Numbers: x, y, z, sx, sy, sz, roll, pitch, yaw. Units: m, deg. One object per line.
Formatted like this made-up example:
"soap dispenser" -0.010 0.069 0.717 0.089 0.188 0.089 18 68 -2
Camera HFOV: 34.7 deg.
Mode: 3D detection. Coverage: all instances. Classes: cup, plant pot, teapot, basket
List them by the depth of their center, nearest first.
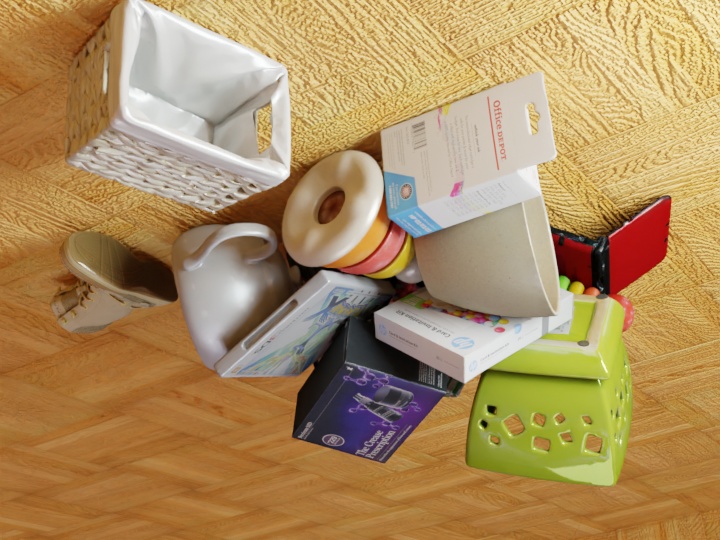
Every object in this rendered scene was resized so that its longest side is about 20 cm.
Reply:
"basket" -0.181 -0.153 1.130 0.199 0.136 0.123 19 149 -40
"cup" 0.144 -0.032 1.362 0.142 0.201 0.200 -12 154 17
"teapot" -0.146 0.022 1.447 0.145 0.199 0.200 -16 -166 1
"plant pot" 0.247 0.138 1.486 0.198 0.200 0.183 4 118 18

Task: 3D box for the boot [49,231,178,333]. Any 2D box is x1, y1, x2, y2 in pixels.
"boot" -0.358 0.021 1.519 0.155 0.073 0.200 -21 155 24

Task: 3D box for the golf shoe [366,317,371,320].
"golf shoe" 0.033 0.104 1.646 0.094 0.078 0.200 26 151 -30

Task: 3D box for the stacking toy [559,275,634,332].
"stacking toy" 0.275 0.037 1.571 0.199 0.086 0.085 15 158 15

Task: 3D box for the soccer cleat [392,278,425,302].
"soccer cleat" 0.077 0.012 1.521 0.068 0.074 0.201 5 142 -5

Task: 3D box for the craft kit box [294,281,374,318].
"craft kit box" -0.061 0.077 1.724 0.199 0.049 0.197 8 154 -25

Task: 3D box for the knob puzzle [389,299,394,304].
"knob puzzle" 0.081 0.010 1.603 0.218 0.031 0.220 0 142 0

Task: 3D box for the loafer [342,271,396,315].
"loafer" 0.000 0.000 1.494 0.072 0.072 0.201 17 145 21

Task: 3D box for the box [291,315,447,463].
"box" 0.010 0.159 1.497 0.140 0.079 0.200 20 139 -12

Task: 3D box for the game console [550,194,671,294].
"game console" 0.323 -0.039 1.588 0.172 0.119 0.200 20 161 21

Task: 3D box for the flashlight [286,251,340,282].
"flashlight" -0.052 0.026 1.554 0.068 0.068 0.200 -27 145 -12

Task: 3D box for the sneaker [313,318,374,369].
"sneaker" -0.002 0.102 1.538 0.115 0.081 0.199 17 144 -31

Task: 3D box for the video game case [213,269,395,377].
"video game case" -0.063 0.070 1.414 0.182 0.022 0.200 -41 161 16

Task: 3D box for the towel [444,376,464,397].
"towel" 0.108 0.118 1.657 0.023 0.153 0.200 42 156 -23

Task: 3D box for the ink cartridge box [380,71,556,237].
"ink cartridge box" 0.126 -0.125 1.260 0.199 0.116 0.068 -18 151 26

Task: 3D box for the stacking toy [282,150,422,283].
"stacking toy" 0.018 -0.035 1.360 0.146 0.147 0.200 -23 139 32

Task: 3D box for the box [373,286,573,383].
"box" 0.140 0.056 1.419 0.199 0.156 0.041 -26 125 -34
